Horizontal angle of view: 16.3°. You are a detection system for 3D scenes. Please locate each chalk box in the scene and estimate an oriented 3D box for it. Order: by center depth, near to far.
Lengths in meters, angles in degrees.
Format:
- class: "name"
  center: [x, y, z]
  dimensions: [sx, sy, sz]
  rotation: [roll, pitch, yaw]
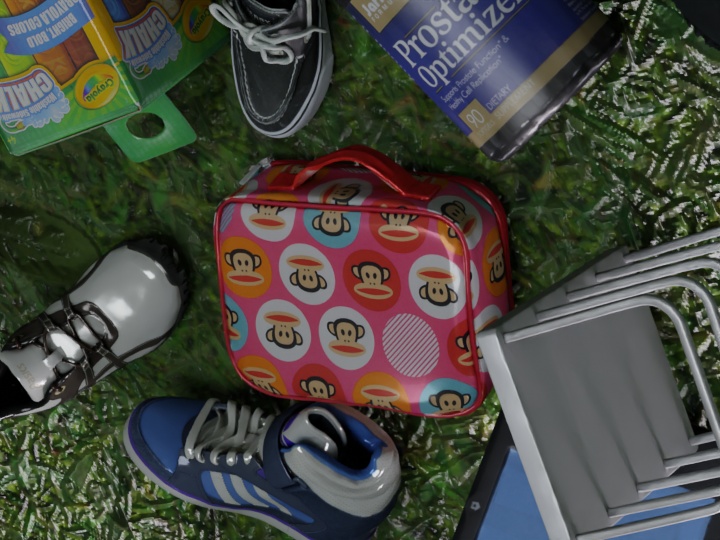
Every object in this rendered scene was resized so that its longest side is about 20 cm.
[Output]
- class: "chalk box"
  center: [-0.180, -0.159, 1.639]
  dimensions: [0.124, 0.124, 0.201]
  rotation: [-18, 106, 36]

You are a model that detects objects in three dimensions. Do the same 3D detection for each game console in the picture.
- class: "game console"
  center: [0.147, 0.181, 1.633]
  dimensions: [0.176, 0.031, 0.201]
  rotation: [20, 85, 18]

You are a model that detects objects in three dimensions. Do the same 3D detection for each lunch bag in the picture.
- class: "lunch bag"
  center: [0.000, 0.000, 1.652]
  dimensions: [0.199, 0.082, 0.177]
  rotation: [7, 119, 27]

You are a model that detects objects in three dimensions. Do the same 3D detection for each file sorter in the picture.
- class: "file sorter"
  center: [0.184, 0.062, 1.489]
  dimensions: [0.124, 0.200, 0.139]
  rotation: [-17, 96, 31]

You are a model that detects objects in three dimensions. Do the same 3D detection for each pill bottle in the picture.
- class: "pill bottle"
  center: [0.053, -0.172, 1.508]
  dimensions: [0.200, 0.112, 0.112]
  rotation: [46, 129, -1]

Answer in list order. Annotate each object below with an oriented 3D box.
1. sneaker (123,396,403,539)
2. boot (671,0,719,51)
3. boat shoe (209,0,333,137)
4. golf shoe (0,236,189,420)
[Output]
- class: "sneaker"
  center: [-0.064, 0.114, 1.731]
  dimensions: [0.199, 0.081, 0.147]
  rotation: [25, 147, 5]
- class: "boot"
  center: [0.190, -0.205, 1.405]
  dimensions: [0.198, 0.073, 0.163]
  rotation: [37, 163, 17]
- class: "boat shoe"
  center: [-0.054, -0.167, 1.598]
  dimensions: [0.073, 0.068, 0.200]
  rotation: [25, 126, 16]
- class: "golf shoe"
  center: [-0.200, 0.053, 1.789]
  dimensions: [0.078, 0.094, 0.200]
  rotation: [49, 127, -1]
